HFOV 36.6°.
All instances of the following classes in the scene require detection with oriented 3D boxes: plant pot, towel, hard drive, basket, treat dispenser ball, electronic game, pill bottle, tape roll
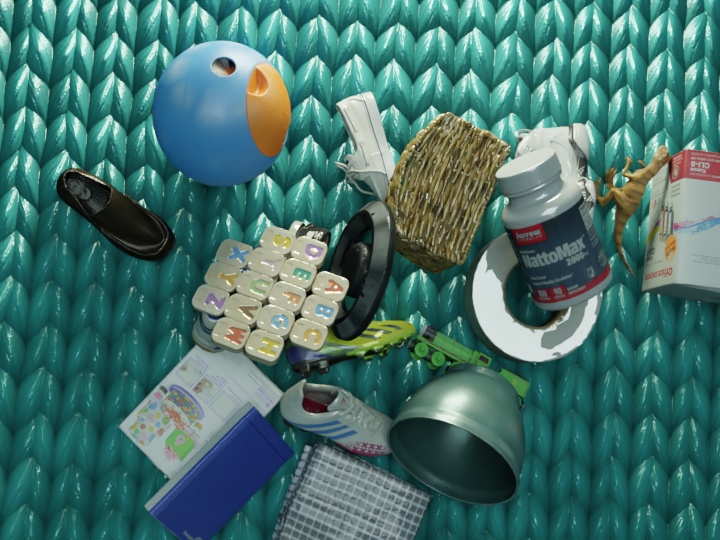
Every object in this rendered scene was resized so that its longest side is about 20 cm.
[{"bbox_3d":[0.153,0.221,1.555,0.198,0.201,0.135,32,55,-2],"label":"plant pot"},{"bbox_3d":[-0.016,0.356,1.564,0.197,0.086,0.168,24,82,-3],"label":"towel"},{"bbox_3d":[-0.195,0.294,1.536,0.200,0.132,0.025,-45,47,-10],"label":"hard drive"},{"bbox_3d":[0.108,-0.113,1.585,0.141,0.149,0.203,24,83,-6],"label":"basket"},{"bbox_3d":[-0.197,-0.221,1.542,0.197,0.201,0.205,1,84,-6],"label":"treat dispenser ball"},{"bbox_3d":[0.000,0.000,1.537,0.041,0.199,0.204,16,83,-20],"label":"electronic game"},{"bbox_3d":[0.264,-0.059,1.518,0.118,0.120,0.203,-27,105,-8],"label":"pill bottle"},{"bbox_3d":[0.257,0.037,1.629,0.198,0.071,0.207,1,84,-6],"label":"tape roll"}]

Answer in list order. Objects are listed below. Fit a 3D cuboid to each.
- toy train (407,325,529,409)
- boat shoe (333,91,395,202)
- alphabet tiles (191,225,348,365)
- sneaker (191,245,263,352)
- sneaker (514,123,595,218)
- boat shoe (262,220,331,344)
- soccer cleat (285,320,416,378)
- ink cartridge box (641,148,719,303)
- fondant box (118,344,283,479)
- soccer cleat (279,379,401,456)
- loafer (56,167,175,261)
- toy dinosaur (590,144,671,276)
[{"bbox_3d":[0.163,0.144,1.626,0.198,0.042,0.057,30,73,-2],"label":"toy train"},{"bbox_3d":[0.003,-0.162,1.621,0.085,0.075,0.206,-15,84,-7],"label":"boat shoe"},{"bbox_3d":[-0.123,0.030,1.486,0.192,0.015,0.202,19,59,9],"label":"alphabet tiles"},{"bbox_3d":[-0.163,0.028,1.551,0.075,0.089,0.201,31,55,2],"label":"sneaker"},{"bbox_3d":[0.287,-0.133,1.630,0.113,0.076,0.203,2,60,0],"label":"sneaker"},{"bbox_3d":[-0.093,0.026,1.581,0.059,0.074,0.203,10,67,16],"label":"boat shoe"},{"bbox_3d":[-0.015,0.095,1.601,0.197,0.065,0.085,-14,72,-10],"label":"soccer cleat"},{"bbox_3d":[0.518,-0.060,1.626,0.142,0.145,0.204,7,83,-5],"label":"ink cartridge box"},{"bbox_3d":[-0.227,0.203,1.571,0.144,0.058,0.200,44,81,0],"label":"fondant box"},{"bbox_3d":[-0.018,0.211,1.556,0.197,0.087,0.071,18,49,-18],"label":"soccer cleat"},{"bbox_3d":[-0.360,-0.081,1.577,0.198,0.071,0.074,31,82,-2],"label":"loafer"},{"bbox_3d":[0.401,-0.103,1.654,0.106,0.060,0.203,38,121,36],"label":"toy dinosaur"}]
